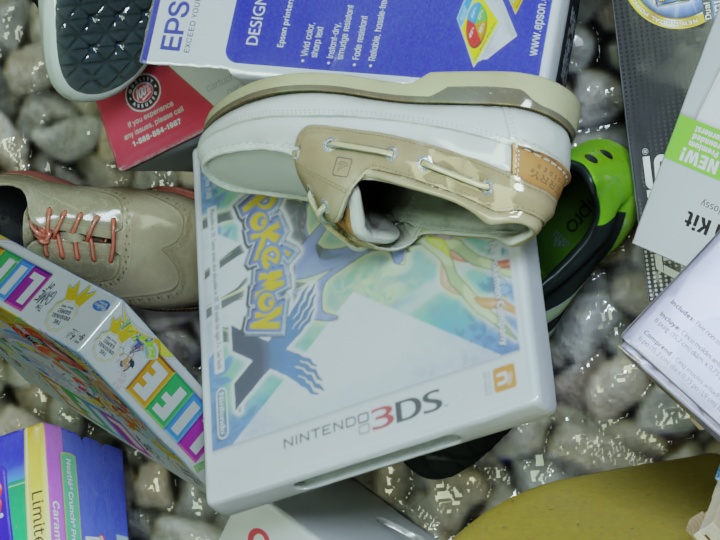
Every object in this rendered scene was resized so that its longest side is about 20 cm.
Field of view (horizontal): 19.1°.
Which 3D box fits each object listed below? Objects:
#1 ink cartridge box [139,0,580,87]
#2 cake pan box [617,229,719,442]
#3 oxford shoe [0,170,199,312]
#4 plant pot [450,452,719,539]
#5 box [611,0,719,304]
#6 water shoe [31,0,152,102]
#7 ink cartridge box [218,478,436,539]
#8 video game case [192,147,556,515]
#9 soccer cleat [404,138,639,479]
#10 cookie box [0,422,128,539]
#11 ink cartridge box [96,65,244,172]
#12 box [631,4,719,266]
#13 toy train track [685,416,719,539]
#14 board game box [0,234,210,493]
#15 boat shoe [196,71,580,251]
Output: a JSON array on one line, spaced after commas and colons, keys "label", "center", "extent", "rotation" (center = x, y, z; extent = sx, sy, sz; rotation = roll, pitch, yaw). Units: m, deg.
[{"label": "ink cartridge box", "center": [0.012, -0.173, 1.026], "extent": [0.200, 0.047, 0.198], "rotation": [6, 73, 18]}, {"label": "cake pan box", "center": [0.236, 0.029, 0.844], "extent": [0.200, 0.052, 0.184], "rotation": [41, 90, 16]}, {"label": "oxford shoe", "center": [-0.147, -0.013, 1.167], "extent": [0.200, 0.075, 0.071], "rotation": [7, 96, 29]}, {"label": "plant pot", "center": [0.123, 0.197, 0.916], "extent": [0.195, 0.200, 0.195], "rotation": [21, 105, 54]}, {"label": "box", "center": [0.202, -0.089, 0.985], "extent": [0.160, 0.044, 0.200], "rotation": [-6, 89, 28]}, {"label": "water shoe", "center": [-0.136, -0.186, 1.073], "extent": [0.079, 0.071, 0.200], "rotation": [16, 104, 56]}, {"label": "ink cartridge box", "center": [-0.026, 0.225, 1.106], "extent": [0.145, 0.084, 0.200], "rotation": [34, 108, 25]}, {"label": "video game case", "center": [0.000, 0.000, 1.020], "extent": [0.182, 0.022, 0.200], "rotation": [-20, 58, 26]}, {"label": "soccer cleat", "center": [0.066, 0.019, 1.046], "extent": [0.068, 0.081, 0.200], "rotation": [40, 110, 22]}, {"label": "cookie box", "center": [-0.225, 0.195, 1.198], "extent": [0.200, 0.075, 0.171], "rotation": [-19, 65, 28]}, {"label": "ink cartridge box", "center": [-0.083, -0.169, 1.119], "extent": [0.145, 0.083, 0.200], "rotation": [-23, 81, 28]}, {"label": "box", "center": [0.224, -0.075, 0.927], "extent": [0.156, 0.041, 0.200], "rotation": [26, 105, 25]}, {"label": "toy train track", "center": [0.165, 0.079, 0.929], "extent": [0.033, 0.200, 0.115], "rotation": [-38, 96, 27]}, {"label": "board game box", "center": [-0.150, 0.038, 1.107], "extent": [0.034, 0.134, 0.200], "rotation": [-50, 40, -14]}, {"label": "boat shoe", "center": [0.003, -0.047, 0.978], "extent": [0.200, 0.075, 0.069], "rotation": [-3, 67, 37]}]
